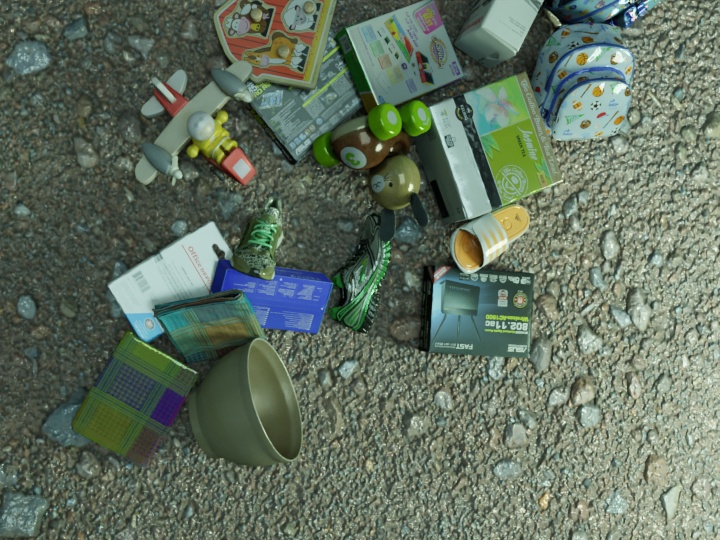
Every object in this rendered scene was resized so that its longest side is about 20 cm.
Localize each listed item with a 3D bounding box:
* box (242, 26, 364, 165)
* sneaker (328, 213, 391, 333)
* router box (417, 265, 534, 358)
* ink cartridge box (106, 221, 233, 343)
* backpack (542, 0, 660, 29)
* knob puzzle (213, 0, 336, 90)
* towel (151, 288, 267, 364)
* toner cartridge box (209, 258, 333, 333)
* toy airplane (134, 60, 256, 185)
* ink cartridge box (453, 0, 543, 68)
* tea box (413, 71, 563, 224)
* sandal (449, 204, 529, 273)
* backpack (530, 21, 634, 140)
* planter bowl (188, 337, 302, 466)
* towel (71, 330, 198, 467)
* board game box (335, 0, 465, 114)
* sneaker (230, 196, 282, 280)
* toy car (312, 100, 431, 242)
[{"bbox_3d":[-0.089,-0.306,1.709,0.200,0.044,0.161,-42,98,-12],"label":"box"},{"bbox_3d":[0.000,0.000,1.707,0.084,0.078,0.204,15,86,-12],"label":"sneaker"},{"bbox_3d":[0.205,0.073,1.764,0.196,0.062,0.153,4,89,-14],"label":"router box"},{"bbox_3d":[-0.300,0.018,1.636,0.198,0.068,0.117,-33,99,-12],"label":"ink cartridge box"},{"bbox_3d":[0.428,-0.499,1.778,0.199,0.183,0.135,-38,115,2],"label":"backpack"},{"bbox_3d":[-0.152,-0.407,1.673,0.215,0.031,0.224,0,75,0],"label":"knob puzzle"},{"bbox_3d":[-0.232,0.092,1.581,0.144,0.201,0.022,-12,61,1],"label":"towel"},{"bbox_3d":[-0.149,0.044,1.642,0.197,0.043,0.097,9,109,-32],"label":"toner cartridge box"},{"bbox_3d":[-0.265,-0.239,1.612,0.195,0.141,0.204,0,92,-9],"label":"toy airplane"},{"bbox_3d":[0.260,-0.471,1.746,0.083,0.146,0.202,29,82,-12],"label":"ink cartridge box"},{"bbox_3d":[0.214,-0.209,1.736,0.194,0.133,0.203,-22,94,-14],"label":"tea box"},{"bbox_3d":[0.236,-0.071,1.745,0.205,0.059,0.080,-33,90,-34],"label":"sandal"},{"bbox_3d":[0.386,-0.329,1.744,0.196,0.155,0.193,-10,133,-14],"label":"backpack"},{"bbox_3d":[-0.194,0.226,1.610,0.133,0.200,0.204,-19,94,12],"label":"planter bowl"},{"bbox_3d":[-0.363,0.210,1.608,0.142,0.023,0.202,30,103,-9],"label":"towel"},{"bbox_3d":[0.071,-0.368,1.724,0.198,0.040,0.155,-26,95,-30],"label":"board game box"},{"bbox_3d":[-0.160,-0.058,1.604,0.075,0.201,0.090,14,119,-7],"label":"sneaker"},{"bbox_3d":[0.040,-0.154,1.648,0.156,0.163,0.204,-15,87,-48],"label":"toy car"}]
